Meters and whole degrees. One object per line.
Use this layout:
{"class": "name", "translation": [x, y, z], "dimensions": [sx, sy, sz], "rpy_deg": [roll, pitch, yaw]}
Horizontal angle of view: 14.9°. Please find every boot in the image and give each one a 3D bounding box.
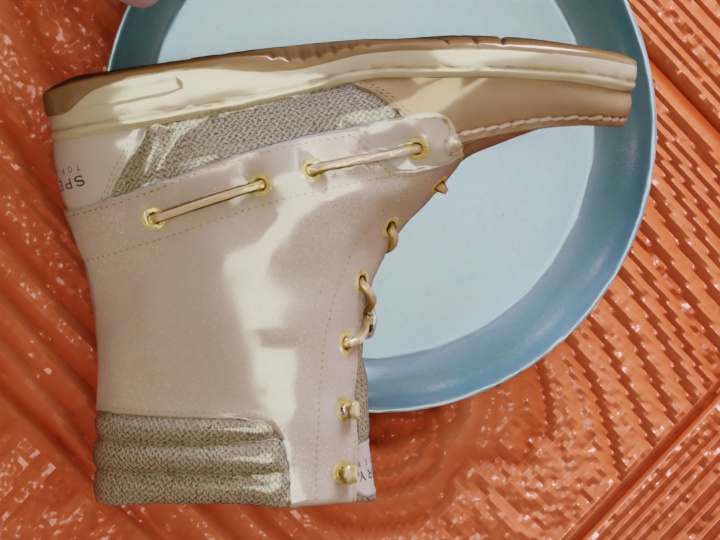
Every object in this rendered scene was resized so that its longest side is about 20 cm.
{"class": "boot", "translation": [0.000, 0.000, 0.933], "dimensions": [0.200, 0.072, 0.155], "rpy_deg": [-6, 93, -6]}

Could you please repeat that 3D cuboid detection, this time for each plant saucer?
{"class": "plant saucer", "translation": [0.006, -0.050, 0.981], "dimensions": [0.200, 0.027, 0.200], "rpy_deg": [0, 92, -11]}

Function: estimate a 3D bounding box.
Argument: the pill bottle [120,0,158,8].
{"class": "pill bottle", "translation": [-0.023, -0.180, 0.914], "dimensions": [0.200, 0.112, 0.112], "rpy_deg": [-41, 99, -16]}
